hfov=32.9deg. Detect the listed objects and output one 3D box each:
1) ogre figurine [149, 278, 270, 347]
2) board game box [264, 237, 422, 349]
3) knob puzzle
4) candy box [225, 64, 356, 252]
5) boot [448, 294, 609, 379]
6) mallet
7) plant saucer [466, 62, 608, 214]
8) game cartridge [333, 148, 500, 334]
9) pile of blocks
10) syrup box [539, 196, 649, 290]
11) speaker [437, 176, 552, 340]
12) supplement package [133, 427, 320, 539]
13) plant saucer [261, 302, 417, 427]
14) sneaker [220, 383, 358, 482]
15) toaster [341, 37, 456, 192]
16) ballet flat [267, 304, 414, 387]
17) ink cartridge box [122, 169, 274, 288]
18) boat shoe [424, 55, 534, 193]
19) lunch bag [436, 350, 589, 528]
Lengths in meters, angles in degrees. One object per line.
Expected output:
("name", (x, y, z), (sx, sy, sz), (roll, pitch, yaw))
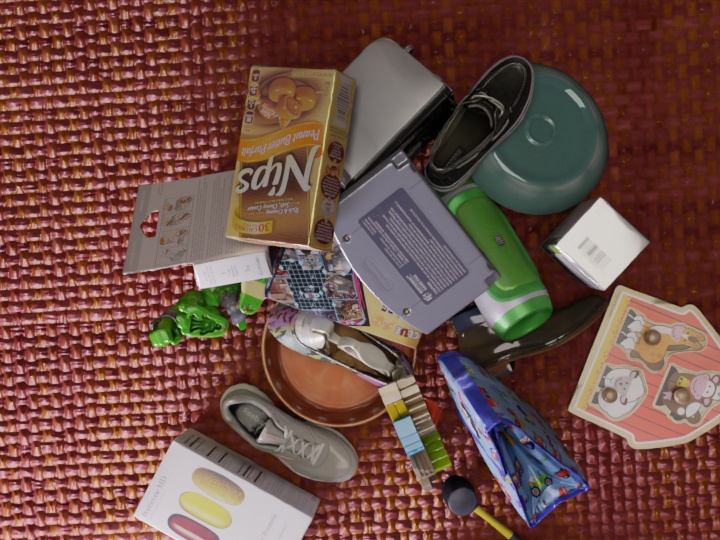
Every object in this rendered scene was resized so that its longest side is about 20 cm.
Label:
("ogre figurine", (-0.168, 0.035, 1.530), (0.200, 0.120, 0.098), (-43, 104, 0))
("board game box", (0.000, 0.000, 1.467), (0.199, 0.035, 0.136), (20, 103, -14))
("knob puzzle", (0.388, 0.137, 1.555), (0.218, 0.030, 0.221), (0, 91, 3))
("candy box", (-0.079, -0.127, 1.385), (0.115, 0.055, 0.201), (7, 87, 29))
("boot", (0.209, 0.059, 1.541), (0.199, 0.075, 0.097), (-30, 93, 5))
("mallet", (0.186, 0.335, 1.553), (0.200, 0.066, 0.041), (39, 92, 1))
("plant saucer", (0.221, -0.171, 1.523), (0.199, 0.036, 0.201), (2, 77, -10))
("game cartridge", (0.055, -0.027, 1.425), (0.133, 0.041, 0.200), (-38, 109, 5))
("pile of blocks", (0.080, 0.201, 1.505), (0.062, 0.082, 0.200), (-24, 135, 1))
("syrup box", (0.278, -0.031, 1.472), (0.079, 0.200, 0.081), (43, 92, 2))
("speaker", (0.158, -0.016, 1.509), (0.088, 0.088, 0.201), (-30, 68, 3))
("supplement package", (-0.167, 0.301, 1.549), (0.199, 0.110, 0.114), (28, 92, 2))
("plant saucer", (-0.027, 0.100, 1.567), (0.199, 0.032, 0.202), (0, 86, -1))
("sneaker", (-0.096, 0.216, 1.552), (0.199, 0.092, 0.076), (27, 92, 1))
("toaster", (0.017, -0.174, 1.496), (0.119, 0.181, 0.200), (45, 94, 7))
("ballet flat", (-0.022, 0.089, 1.516), (0.199, 0.071, 0.069), (27, 78, 2))
("ink cartridge box", (-0.194, -0.051, 1.505), (0.173, 0.200, 0.044), (-10, 126, 4))
("boat shoe", (0.148, -0.179, 1.457), (0.072, 0.071, 0.200), (32, 78, 8))
("lunch bag", (0.170, 0.184, 1.465), (0.094, 0.151, 0.200), (-35, 125, 3))
